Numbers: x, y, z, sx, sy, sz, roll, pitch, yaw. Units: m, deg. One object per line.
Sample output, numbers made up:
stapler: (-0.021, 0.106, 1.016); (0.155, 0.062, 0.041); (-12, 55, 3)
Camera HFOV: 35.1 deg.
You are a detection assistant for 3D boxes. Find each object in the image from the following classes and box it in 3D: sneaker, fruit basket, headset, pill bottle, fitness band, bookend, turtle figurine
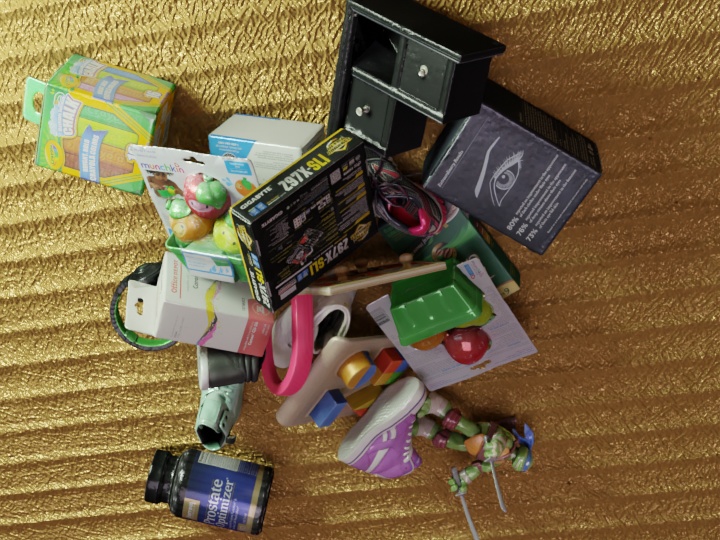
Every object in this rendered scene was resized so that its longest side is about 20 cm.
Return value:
sneaker: (-0.080, 0.095, 1.691); (0.073, 0.116, 0.201); (32, 118, -15)
fruit basket: (-0.201, -0.074, 1.497); (0.182, 0.095, 0.201); (10, 144, 22)
sneaker: (0.064, 0.245, 1.733); (0.113, 0.073, 0.201); (30, 128, -16)
sneaker: (0.028, -0.117, 1.560); (0.198, 0.075, 0.082); (32, 109, 14)
sneaker: (-0.189, 0.103, 1.669); (0.097, 0.201, 0.072); (1, 124, -10)
headset: (-0.291, 0.037, 1.692); (0.123, 0.094, 0.201); (37, 104, -15)
pill bottle: (-0.247, 0.356, 1.857); (0.196, 0.112, 0.113); (13, 120, -2)
fitness band: (-0.116, 0.081, 1.661); (0.037, 0.204, 0.143); (4, 169, -35)
bookend: (0.064, -0.223, 1.451); (0.198, 0.091, 0.203); (34, 128, 33)
sneaker: (-0.214, 0.180, 1.751); (0.072, 0.119, 0.204); (5, 119, 5)
turtle figurine: (0.160, 0.288, 1.742); (0.192, 0.144, 0.202); (29, 80, 8)
fruit basket: (0.133, 0.079, 1.639); (0.183, 0.095, 0.200); (-23, 130, 23)

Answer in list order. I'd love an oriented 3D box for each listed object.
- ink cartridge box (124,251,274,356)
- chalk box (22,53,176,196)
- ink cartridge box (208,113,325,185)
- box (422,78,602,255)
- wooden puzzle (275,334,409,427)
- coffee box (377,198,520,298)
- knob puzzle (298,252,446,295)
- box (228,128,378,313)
ink cartridge box: (-0.225, 0.043, 1.593); (0.197, 0.117, 0.068); (11, 124, -17)
chalk box: (-0.366, -0.205, 1.547); (0.196, 0.124, 0.126); (15, 120, -2)
ink cartridge box: (-0.123, -0.103, 1.584); (0.144, 0.084, 0.203); (10, 123, 20)
box: (0.202, -0.143, 1.532); (0.198, 0.105, 0.149); (30, 118, -10)
wooden puzzle: (-0.007, 0.171, 1.704); (0.198, 0.047, 0.186); (3, 133, -47)
coffee box: (0.130, -0.025, 1.641); (0.122, 0.044, 0.201); (-30, 112, 21)
knob puzzle: (0.000, 0.000, 1.572); (0.216, 0.220, 0.031); (-10, 95, 11)
box: (-0.068, -0.065, 1.476); (0.049, 0.199, 0.161); (34, 150, 34)
